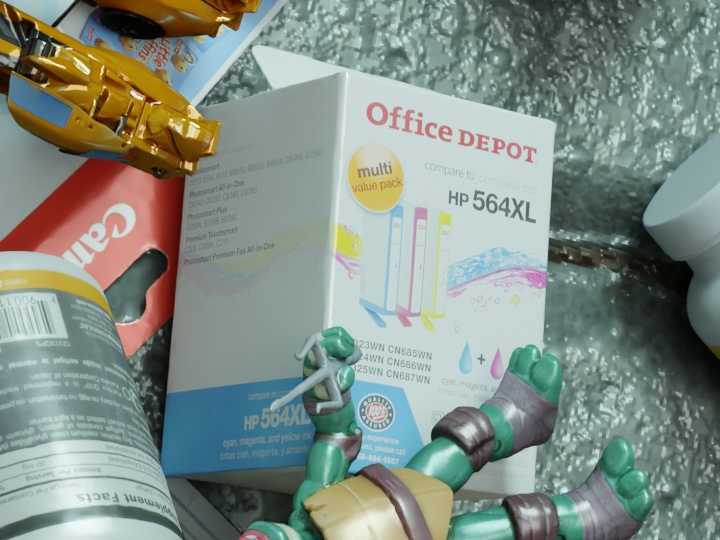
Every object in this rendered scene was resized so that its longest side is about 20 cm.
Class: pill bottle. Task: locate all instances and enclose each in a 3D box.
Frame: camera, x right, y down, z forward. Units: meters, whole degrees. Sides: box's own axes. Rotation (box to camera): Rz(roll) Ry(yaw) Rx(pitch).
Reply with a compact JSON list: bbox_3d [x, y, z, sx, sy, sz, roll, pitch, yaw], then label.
[{"bbox_3d":[0.235,0.023,1.359,0.200,0.112,0.112,47,69,-11],"label":"pill bottle"},{"bbox_3d":[-0.138,0.102,1.135,0.116,0.117,0.201,-6,57,-23],"label":"pill bottle"}]

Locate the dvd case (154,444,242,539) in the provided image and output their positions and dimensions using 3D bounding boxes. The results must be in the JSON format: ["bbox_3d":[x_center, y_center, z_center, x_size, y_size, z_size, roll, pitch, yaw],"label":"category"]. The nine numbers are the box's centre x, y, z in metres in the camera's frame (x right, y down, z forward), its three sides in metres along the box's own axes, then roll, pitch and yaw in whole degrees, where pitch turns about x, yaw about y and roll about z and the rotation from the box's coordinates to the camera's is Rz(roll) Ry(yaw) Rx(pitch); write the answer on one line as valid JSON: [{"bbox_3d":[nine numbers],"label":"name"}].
[{"bbox_3d":[-0.139,0.172,1.225,0.150,0.025,0.200,46,68,-16],"label":"dvd case"}]

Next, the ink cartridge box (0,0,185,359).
[{"bbox_3d":[-0.155,-0.047,1.240,0.160,0.047,0.200,-45,99,-21],"label":"ink cartridge box"}]

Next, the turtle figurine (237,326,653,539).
[{"bbox_3d":[0.014,0.097,1.113,0.199,0.101,0.150,-16,68,-33],"label":"turtle figurine"}]

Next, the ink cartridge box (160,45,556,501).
[{"bbox_3d":[0.000,0.000,1.244,0.128,0.125,0.202,11,79,-36],"label":"ink cartridge box"}]

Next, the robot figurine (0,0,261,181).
[{"bbox_3d":[-0.141,-0.123,1.149,0.199,0.058,0.146,25,71,-30],"label":"robot figurine"}]

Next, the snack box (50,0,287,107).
[{"bbox_3d":[-0.069,-0.141,1.270,0.072,0.024,0.200,47,51,-12],"label":"snack box"}]
